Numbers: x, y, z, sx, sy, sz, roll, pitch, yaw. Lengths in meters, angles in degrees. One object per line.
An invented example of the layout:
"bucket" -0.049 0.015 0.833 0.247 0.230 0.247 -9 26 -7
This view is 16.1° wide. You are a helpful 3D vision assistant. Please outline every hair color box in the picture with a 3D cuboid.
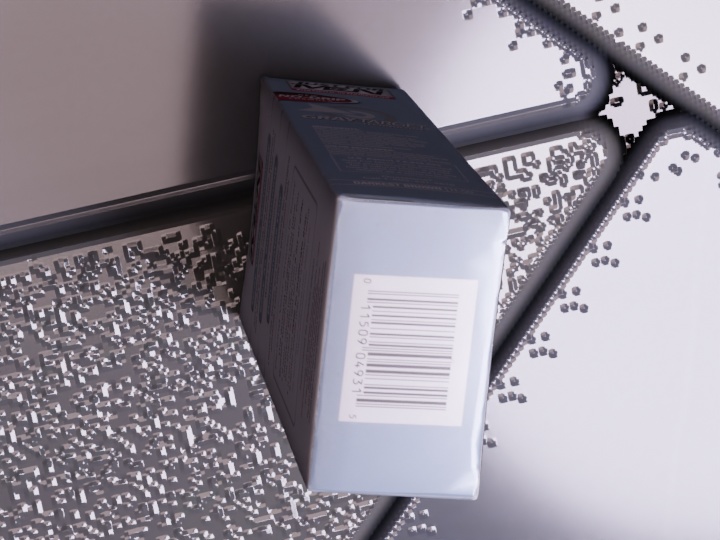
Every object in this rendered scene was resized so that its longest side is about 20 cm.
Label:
"hair color box" 0.000 0.000 0.901 0.060 0.200 0.100 4 105 -11
